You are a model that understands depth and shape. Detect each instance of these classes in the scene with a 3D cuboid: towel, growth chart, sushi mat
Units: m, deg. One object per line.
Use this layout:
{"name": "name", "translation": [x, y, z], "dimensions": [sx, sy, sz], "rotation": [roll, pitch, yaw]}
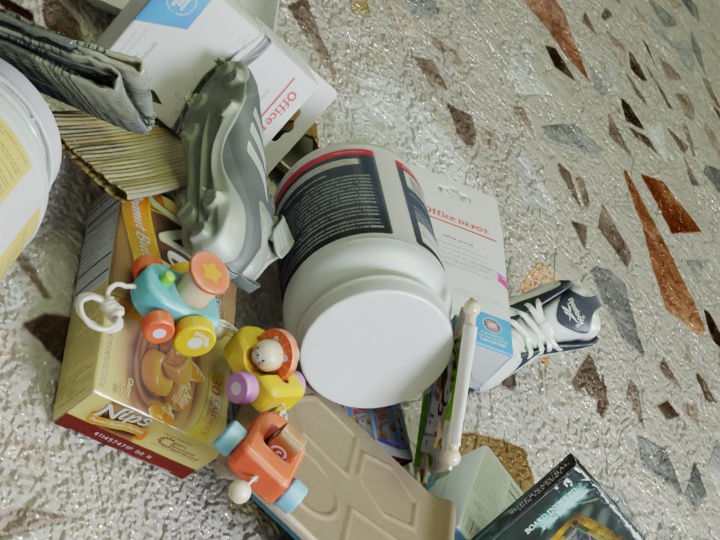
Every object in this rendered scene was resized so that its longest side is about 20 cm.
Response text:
{"name": "towel", "translation": [-0.232, -0.152, 0.818], "dimensions": [0.191, 0.035, 0.200], "rotation": [24, -3, -4]}
{"name": "growth chart", "translation": [0.070, 0.105, 1.008], "dimensions": [0.017, 0.200, 0.147], "rotation": [8, 74, -4]}
{"name": "sushi mat", "translation": [-0.178, -0.095, 0.950], "dimensions": [0.096, 0.012, 0.200], "rotation": [44, 15, 3]}

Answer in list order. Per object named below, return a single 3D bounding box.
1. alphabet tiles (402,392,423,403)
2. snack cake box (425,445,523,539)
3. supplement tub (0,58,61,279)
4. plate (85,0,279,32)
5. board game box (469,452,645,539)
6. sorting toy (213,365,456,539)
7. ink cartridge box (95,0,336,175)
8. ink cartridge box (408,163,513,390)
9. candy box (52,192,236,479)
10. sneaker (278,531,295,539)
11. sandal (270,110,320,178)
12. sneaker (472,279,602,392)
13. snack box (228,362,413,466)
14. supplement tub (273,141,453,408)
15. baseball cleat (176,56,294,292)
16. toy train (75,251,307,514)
{"name": "alphabet tiles", "translation": [0.031, 0.035, 1.188], "dimensions": [0.199, 0.015, 0.198], "rotation": [-4, 66, -54]}
{"name": "snack cake box", "translation": [0.129, 0.270, 1.062], "dimensions": [0.201, 0.067, 0.115], "rotation": [53, 31, -12]}
{"name": "supplement tub", "translation": [-0.274, -0.035, 0.721], "dimensions": [0.145, 0.145, 0.201], "rotation": [45, 34, -18]}
{"name": "plate", "translation": [-0.169, -0.272, 1.139], "dimensions": [0.198, 0.032, 0.202], "rotation": [24, 44, -22]}
{"name": "board game box", "translation": [0.138, 0.262, 0.980], "dimensions": [0.136, 0.200, 0.028], "rotation": [49, 3, -12]}
{"name": "sorting toy", "translation": [-0.015, 0.168, 0.908], "dimensions": [0.199, 0.037, 0.185], "rotation": [40, 20, -8]}
{"name": "ink cartridge box", "translation": [-0.118, -0.165, 1.053], "dimensions": [0.199, 0.116, 0.068], "rotation": [38, 13, -27]}
{"name": "ink cartridge box", "translation": [0.078, 0.004, 1.175], "dimensions": [0.114, 0.068, 0.202], "rotation": [20, 46, -20]}
{"name": "candy box", "translation": [-0.153, 0.039, 0.901], "dimensions": [0.115, 0.055, 0.202], "rotation": [32, 39, -33]}
{"name": "sneaker", "translation": [0.017, 0.269, 0.921], "dimensions": [0.202, 0.073, 0.081], "rotation": [62, 29, 4]}
{"name": "sandal", "translation": [-0.079, -0.157, 1.166], "dimensions": [0.201, 0.054, 0.082], "rotation": [55, 32, -2]}
{"name": "sneaker", "translation": [0.181, 0.058, 1.247], "dimensions": [0.199, 0.129, 0.080], "rotation": [-14, 81, -61]}
{"name": "snack box", "translation": [-0.033, 0.117, 1.024], "dimensions": [0.199, 0.024, 0.073], "rotation": [21, 46, -43]}
{"name": "supplement tub", "translation": [0.000, 0.000, 1.012], "dimensions": [0.140, 0.140, 0.201], "rotation": [34, 27, -31]}
{"name": "baseball cleat", "translation": [-0.098, -0.072, 0.973], "dimensions": [0.106, 0.069, 0.202], "rotation": [43, 40, -41]}
{"name": "toy train", "translation": [-0.091, 0.061, 0.825], "dimensions": [0.200, 0.056, 0.150], "rotation": [46, 24, -1]}
